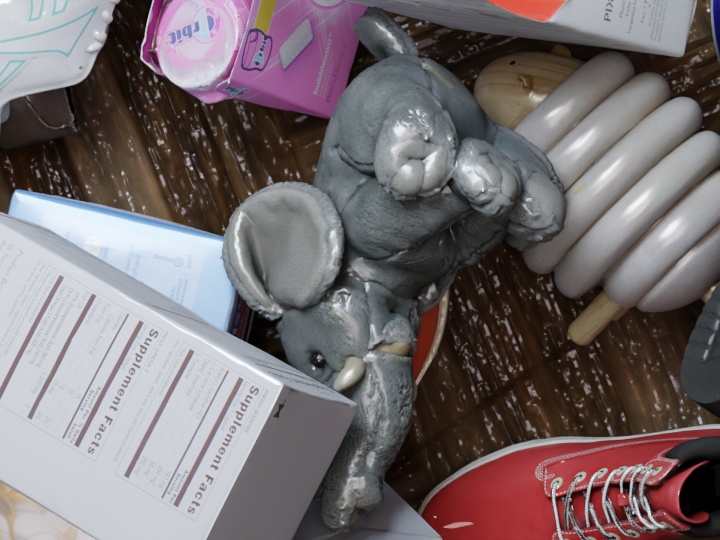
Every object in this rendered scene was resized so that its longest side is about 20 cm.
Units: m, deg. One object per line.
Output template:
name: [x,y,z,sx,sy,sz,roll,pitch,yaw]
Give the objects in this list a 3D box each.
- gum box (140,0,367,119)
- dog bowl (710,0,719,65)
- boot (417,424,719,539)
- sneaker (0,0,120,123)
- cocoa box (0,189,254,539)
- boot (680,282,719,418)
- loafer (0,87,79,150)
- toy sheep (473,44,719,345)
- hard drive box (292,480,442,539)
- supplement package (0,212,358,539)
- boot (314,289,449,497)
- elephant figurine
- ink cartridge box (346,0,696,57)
gum box: [-0.043,-0.182,1.569,0.066,0.113,0.201,14,90,31]
dog bowl: [0.291,-0.146,1.575,0.199,0.079,0.201,0,89,3]
boot: [0.124,0.123,1.547,0.199,0.144,0.073,-13,89,4]
sneaker: [-0.156,-0.149,1.545,0.200,0.070,0.080,-37,103,16]
cocoa box: [-0.138,0.068,1.569,0.133,0.131,0.201,13,90,3]
boot: [0.265,0.009,1.530,0.138,0.077,0.201,33,90,-33]
loafer: [-0.175,-0.164,1.611,0.071,0.073,0.201,6,99,-1]
toy sheep: [0.138,-0.039,1.559,0.200,0.138,0.138,44,91,3]
hard drive box: [-0.033,0.231,1.520,0.155,0.077,0.201,-16,118,-21]
supplement package: [-0.122,0.063,1.421,0.199,0.114,0.110,29,92,22]
boot: [-0.001,0.052,1.575,0.075,0.107,0.201,14,88,6]
elephant figurine: [0.000,0.000,1.486,0.141,0.155,0.200,35,109,-10]
ink cartridge box: [0.055,-0.153,1.502,0.159,0.199,0.048,12,91,38]
